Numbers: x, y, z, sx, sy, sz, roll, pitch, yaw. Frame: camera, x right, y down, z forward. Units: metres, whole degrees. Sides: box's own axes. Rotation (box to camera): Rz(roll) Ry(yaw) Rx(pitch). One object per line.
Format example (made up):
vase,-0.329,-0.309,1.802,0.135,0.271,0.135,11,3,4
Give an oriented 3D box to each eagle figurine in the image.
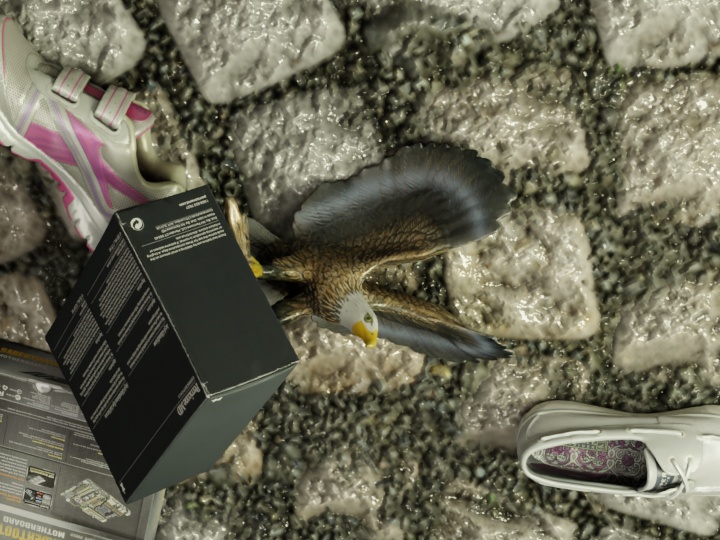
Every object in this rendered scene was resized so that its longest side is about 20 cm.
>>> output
eagle figurine,0.002,0.006,1.407,0.199,0.152,0.152,-12,160,-17

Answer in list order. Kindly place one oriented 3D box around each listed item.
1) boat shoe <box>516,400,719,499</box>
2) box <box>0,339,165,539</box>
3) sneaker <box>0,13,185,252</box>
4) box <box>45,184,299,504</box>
boat shoe,0.210,0.134,1.444,0.199,0.069,0.072,10,116,5
box,-0.246,0.142,1.535,0.199,0.048,0.159,15,117,3
sneaker,-0.192,-0.105,1.401,0.088,0.082,0.200,-30,115,19
box,-0.134,0.055,1.383,0.142,0.078,0.200,64,149,15
